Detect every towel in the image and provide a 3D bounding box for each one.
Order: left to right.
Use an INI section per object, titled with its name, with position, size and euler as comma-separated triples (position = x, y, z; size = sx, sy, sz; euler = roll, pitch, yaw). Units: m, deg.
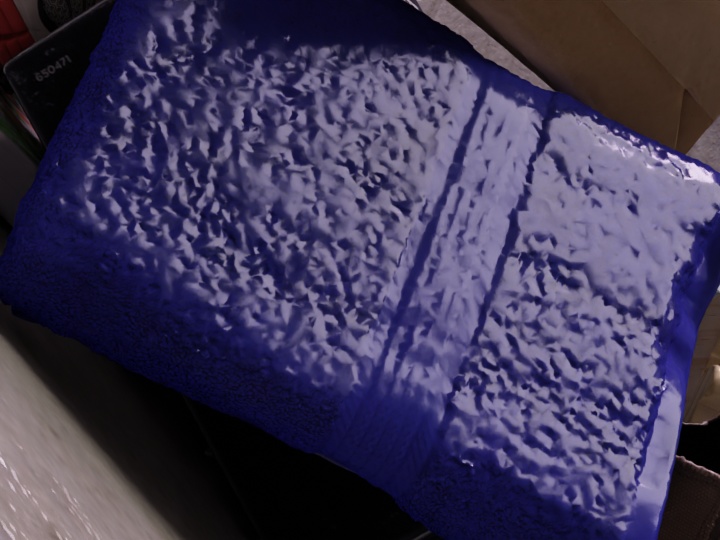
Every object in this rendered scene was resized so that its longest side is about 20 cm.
[towel]
position = 0.005, -0.005, 0.733
size = 0.200, 0.148, 0.050
euler = 29, -34, -12

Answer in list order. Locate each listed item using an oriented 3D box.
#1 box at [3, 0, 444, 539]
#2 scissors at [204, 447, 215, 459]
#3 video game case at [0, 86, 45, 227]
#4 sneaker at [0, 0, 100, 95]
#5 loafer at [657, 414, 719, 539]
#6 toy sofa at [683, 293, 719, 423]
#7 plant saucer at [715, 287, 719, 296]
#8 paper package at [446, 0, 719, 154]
[box]
position = 0.000, 0.000, 0.887
size = 0.200, 0.123, 0.198
euler = 61, 8, 10
[scissors]
position = -0.041, 0.062, 0.931
size = 0.073, 0.014, 0.200
euler = 57, 5, 21
[video game case]
position = -0.128, -0.054, 0.925
size = 0.182, 0.022, 0.200
euler = 51, 1, 33
[sneaker]
position = -0.106, -0.108, 0.935
size = 0.078, 0.082, 0.200
euler = 51, 0, -8
[loafer]
position = 0.091, 0.076, 0.791
size = 0.071, 0.200, 0.073
euler = 62, -5, -28
[toy sofa]
position = 0.142, 0.068, 1.040
size = 0.083, 0.098, 0.200
euler = 26, -7, -8
[plant saucer]
position = 0.183, 0.051, 1.099
size = 0.201, 0.039, 0.201
euler = 47, -9, 10
[paper package]
position = 0.032, -0.148, 0.817
size = 0.191, 0.104, 0.200
euler = 36, 7, -46
